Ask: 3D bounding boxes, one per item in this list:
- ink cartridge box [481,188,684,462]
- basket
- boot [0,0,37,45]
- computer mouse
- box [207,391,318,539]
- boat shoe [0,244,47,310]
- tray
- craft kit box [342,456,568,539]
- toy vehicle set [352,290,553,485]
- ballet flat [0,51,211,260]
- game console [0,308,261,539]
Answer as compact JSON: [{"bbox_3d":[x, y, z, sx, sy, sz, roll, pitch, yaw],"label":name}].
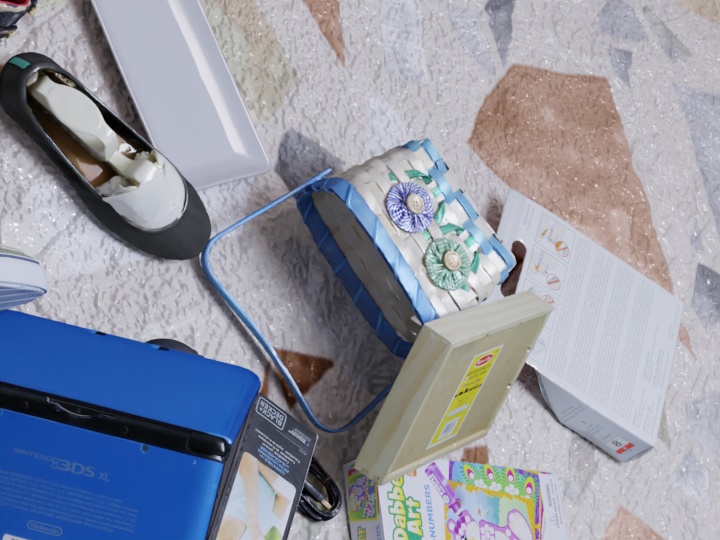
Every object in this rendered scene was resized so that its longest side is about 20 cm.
[{"bbox_3d":[0.177,0.048,1.874,0.200,0.050,0.163,31,51,-17],"label":"ink cartridge box"},{"bbox_3d":[0.000,0.000,1.675,0.200,0.139,0.177,-38,96,-12],"label":"basket"},{"bbox_3d":[-0.265,-0.123,1.437,0.073,0.151,0.200,11,39,-39],"label":"boot"},{"bbox_3d":[-0.084,0.116,1.600,0.200,0.034,0.059,38,47,-22],"label":"computer mouse"},{"bbox_3d":[-0.109,0.191,1.481,0.060,0.116,0.201,39,46,-26],"label":"box"},{"bbox_3d":[-0.296,-0.011,1.445,0.199,0.072,0.062,5,67,-38],"label":"boat shoe"},{"bbox_3d":[-0.148,-0.154,1.689,0.107,0.022,0.201,-17,82,-45],"label":"tray"},{"bbox_3d":[0.084,0.245,1.681,0.197,0.048,0.201,8,63,-37],"label":"craft kit box"},{"bbox_3d":[0.073,0.085,1.660,0.026,0.125,0.200,33,19,19],"label":"toy vehicle set"},{"bbox_3d":[-0.181,-0.078,1.583,0.200,0.068,0.068,42,76,-16],"label":"ballet flat"},{"bbox_3d":[-0.183,0.122,1.445,0.199,0.118,0.171,13,84,5],"label":"game console"}]
